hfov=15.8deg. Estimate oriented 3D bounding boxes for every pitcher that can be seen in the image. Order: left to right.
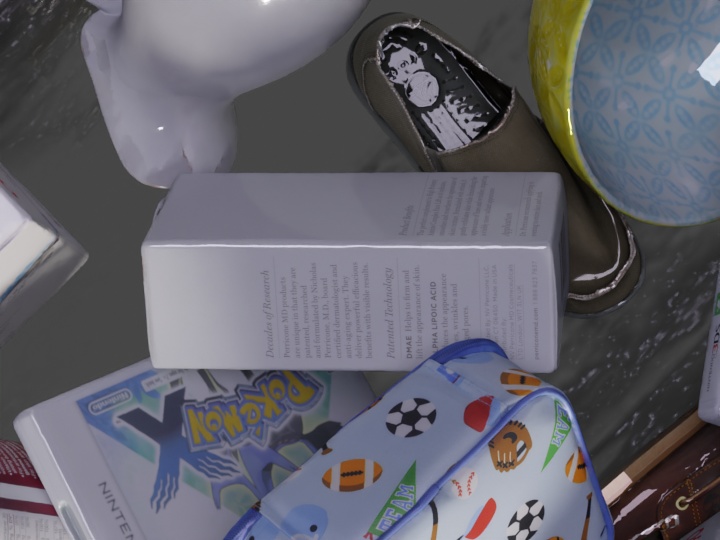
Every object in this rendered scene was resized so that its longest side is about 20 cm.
[{"bbox_3d":[-0.079,-0.162,1.295,0.121,0.200,0.172,-22,72,-41],"label":"pitcher"}]

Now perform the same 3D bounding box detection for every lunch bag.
[{"bbox_3d":[0.024,0.141,1.208,0.200,0.160,0.076,-38,46,-18],"label":"lunch bag"}]

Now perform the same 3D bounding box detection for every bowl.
[{"bbox_3d":[0.155,-0.132,1.307,0.200,0.200,0.108,-49,42,-3],"label":"bowl"}]

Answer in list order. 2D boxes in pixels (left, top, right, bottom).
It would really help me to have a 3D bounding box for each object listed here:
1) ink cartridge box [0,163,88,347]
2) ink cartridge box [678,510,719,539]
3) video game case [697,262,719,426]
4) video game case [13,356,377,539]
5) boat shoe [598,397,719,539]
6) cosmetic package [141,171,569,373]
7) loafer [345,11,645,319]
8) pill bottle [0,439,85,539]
[{"bbox_3d":[-0.245,-0.017,1.274,0.145,0.200,0.147,-44,84,-2],"label":"ink cartridge box"},{"bbox_3d":[0.118,0.215,1.236,0.200,0.145,0.084,-39,90,18],"label":"ink cartridge box"},{"bbox_3d":[0.265,0.015,1.284,0.200,0.022,0.182,19,70,-22],"label":"video game case"},{"bbox_3d":[-0.052,0.119,1.282,0.200,0.022,0.182,-23,83,-42],"label":"video game case"},{"bbox_3d":[0.170,0.109,1.313,0.200,0.070,0.070,-41,83,-2],"label":"boat shoe"},{"bbox_3d":[0.000,0.000,1.276,0.200,0.102,0.074,-1,112,9],"label":"cosmetic package"},{"bbox_3d":[0.066,-0.054,1.332,0.200,0.070,0.075,44,87,5],"label":"loafer"},{"bbox_3d":[-0.192,0.134,1.251,0.109,0.200,0.110,-11,73,40],"label":"pill bottle"}]
